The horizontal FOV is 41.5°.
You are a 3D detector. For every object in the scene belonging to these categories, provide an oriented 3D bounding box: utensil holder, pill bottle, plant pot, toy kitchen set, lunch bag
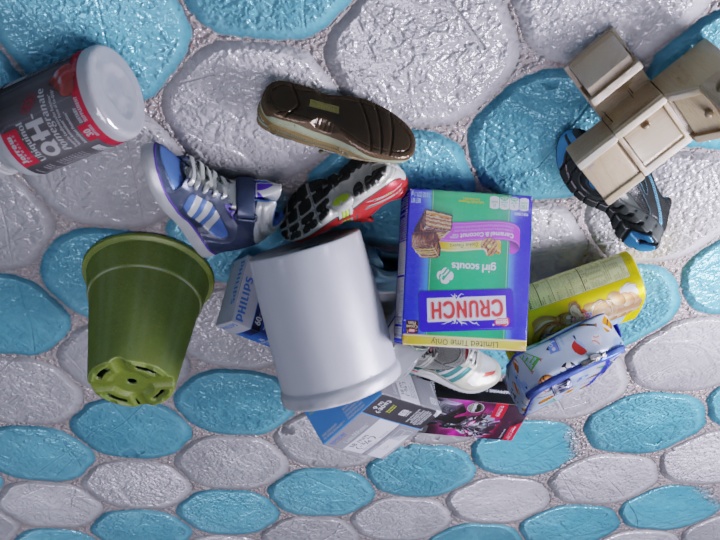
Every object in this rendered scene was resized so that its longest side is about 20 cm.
[{"bbox_3d":[-0.048,0.061,1.266,0.167,0.170,0.204,-12,99,14],"label":"utensil holder"},{"bbox_3d":[-0.360,-0.176,1.106,0.197,0.112,0.111,-17,139,20],"label":"pill bottle"},{"bbox_3d":[-0.317,0.085,1.367,0.196,0.193,0.202,0,143,0],"label":"plant pot"},{"bbox_3d":[0.326,-0.166,1.045,0.199,0.181,0.163,-38,117,16],"label":"toy kitchen set"},{"bbox_3d":[0.284,0.131,1.318,0.158,0.077,0.200,-23,164,-5],"label":"lunch bag"}]

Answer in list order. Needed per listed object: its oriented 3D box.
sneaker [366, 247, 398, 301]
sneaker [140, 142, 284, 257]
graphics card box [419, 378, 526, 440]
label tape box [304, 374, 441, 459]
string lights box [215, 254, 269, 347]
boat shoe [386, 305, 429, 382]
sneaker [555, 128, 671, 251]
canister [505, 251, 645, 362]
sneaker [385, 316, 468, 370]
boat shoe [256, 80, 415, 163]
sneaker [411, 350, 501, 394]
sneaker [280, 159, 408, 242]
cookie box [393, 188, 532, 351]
[{"bbox_3d":[0.000,0.000,1.368,0.196,0.074,0.083,-7,128,-8],"label":"sneaker"},{"bbox_3d":[-0.178,-0.108,1.228,0.144,0.081,0.201,-19,135,10],"label":"sneaker"},{"bbox_3d":[0.193,0.243,1.681,0.196,0.052,0.126,8,141,-9],"label":"graphics card box"},{"bbox_3d":[0.004,0.210,1.449,0.198,0.064,0.144,22,127,-38],"label":"label tape box"},{"bbox_3d":[-0.104,0.065,1.405,0.198,0.105,0.059,24,158,-27],"label":"string lights box"},{"bbox_3d":[0.076,0.081,1.347,0.072,0.067,0.203,6,115,-24],"label":"boat shoe"},{"bbox_3d":[0.327,-0.116,1.230,0.200,0.082,0.073,45,154,-21],"label":"sneaker"},{"bbox_3d":[0.298,0.053,1.370,0.197,0.088,0.149,-19,159,0],"label":"canister"},{"bbox_3d":[0.068,0.117,1.444,0.196,0.082,0.080,4,100,22],"label":"sneaker"},{"bbox_3d":[-0.031,-0.172,1.162,0.197,0.073,0.076,19,153,-12],"label":"boat shoe"},{"bbox_3d":[0.153,0.138,1.531,0.197,0.071,0.094,18,143,-17],"label":"sneaker"},{"bbox_3d":[-0.021,-0.082,1.261,0.198,0.078,0.084,-24,146,31],"label":"sneaker"},{"bbox_3d":[0.135,0.001,1.258,0.168,0.204,0.075,3,178,-5],"label":"cookie box"}]
